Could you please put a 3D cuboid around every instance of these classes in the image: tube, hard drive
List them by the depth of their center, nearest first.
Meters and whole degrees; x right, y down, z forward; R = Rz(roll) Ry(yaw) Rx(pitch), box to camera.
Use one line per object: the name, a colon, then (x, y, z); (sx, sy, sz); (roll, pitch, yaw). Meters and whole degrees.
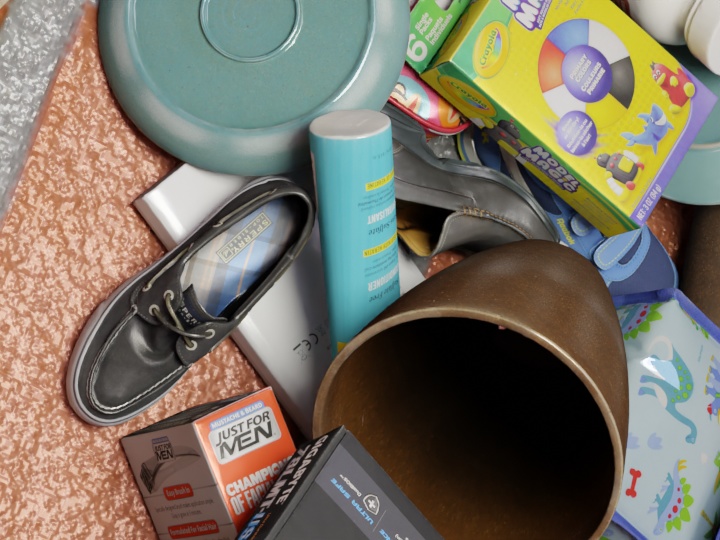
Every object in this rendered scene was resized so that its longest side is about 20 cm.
tube: (0.000, 0.000, 1.597); (0.077, 0.050, 0.200); (-32, 126, -45)
hard drive: (-0.040, -0.003, 1.657); (0.132, 0.026, 0.200); (-41, 101, -27)

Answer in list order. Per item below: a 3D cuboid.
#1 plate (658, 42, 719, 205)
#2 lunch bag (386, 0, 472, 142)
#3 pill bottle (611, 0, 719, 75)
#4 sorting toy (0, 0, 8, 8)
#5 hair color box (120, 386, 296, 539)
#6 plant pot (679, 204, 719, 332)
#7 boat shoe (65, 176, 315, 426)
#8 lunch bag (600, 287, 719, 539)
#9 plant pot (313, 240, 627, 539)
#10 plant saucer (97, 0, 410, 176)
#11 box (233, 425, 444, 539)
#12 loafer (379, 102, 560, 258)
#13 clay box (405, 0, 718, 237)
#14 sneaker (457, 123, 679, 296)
plate: (0.253, -0.139, 1.742); (0.026, 0.200, 0.200); (36, 65, -45)
lunch bag: (0.022, -0.198, 1.691); (0.176, 0.082, 0.200); (34, 68, -19)
pill bottle: (0.205, -0.225, 1.725); (0.112, 0.112, 0.200); (-22, 55, -29)
sorting toy: (-0.295, -0.219, 1.532); (0.200, 0.070, 0.199); (47, 64, -14)
hair color box: (-0.065, 0.179, 1.564); (0.064, 0.111, 0.200); (-24, 94, -30)
plant pot: (0.303, -0.024, 1.768); (0.187, 0.187, 0.200); (36, 75, -19)
boat shoe: (-0.101, 0.019, 1.577); (0.200, 0.066, 0.070); (-42, 101, -11)
lunch bag: (0.209, 0.136, 1.718); (0.200, 0.127, 0.170); (43, 62, -30)
plant pot: (0.090, 0.063, 1.577); (0.187, 0.187, 0.200); (52, 30, -11)
plant saucer: (-0.069, -0.160, 1.612); (0.200, 0.027, 0.200); (0, 81, 2)
box: (-0.003, 0.225, 1.452); (0.200, 0.050, 0.199); (51, 43, -14)
loafer: (0.047, -0.038, 1.672); (0.200, 0.073, 0.072); (27, 56, -27)
clay box: (0.128, -0.128, 1.661); (0.200, 0.048, 0.115); (39, 67, -17)
sneaker: (0.152, -0.042, 1.735); (0.200, 0.082, 0.074); (45, 63, -16)
